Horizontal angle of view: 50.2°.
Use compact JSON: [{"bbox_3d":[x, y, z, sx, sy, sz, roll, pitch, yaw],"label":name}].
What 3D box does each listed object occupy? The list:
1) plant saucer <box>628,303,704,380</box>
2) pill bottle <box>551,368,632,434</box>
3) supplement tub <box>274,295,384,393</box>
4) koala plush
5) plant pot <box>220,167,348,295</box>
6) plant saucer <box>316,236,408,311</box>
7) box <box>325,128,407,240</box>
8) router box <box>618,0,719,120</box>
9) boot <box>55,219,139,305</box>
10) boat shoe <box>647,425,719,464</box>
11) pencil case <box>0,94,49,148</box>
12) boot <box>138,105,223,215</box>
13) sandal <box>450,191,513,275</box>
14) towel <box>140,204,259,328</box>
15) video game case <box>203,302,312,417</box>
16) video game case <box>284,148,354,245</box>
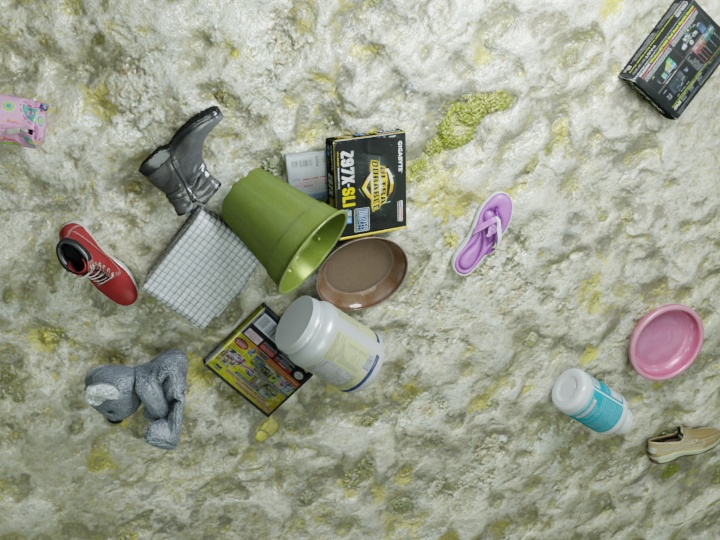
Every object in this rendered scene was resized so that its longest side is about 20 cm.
[{"bbox_3d":[0.737,0.170,1.875,0.199,0.051,0.202,-5,111,-13],"label":"plant saucer"},{"bbox_3d":[0.566,0.325,1.857,0.199,0.111,0.111,31,101,-23],"label":"pill bottle"},{"bbox_3d":[-0.063,0.153,1.596,0.199,0.145,0.145,35,99,-29],"label":"supplement tub"},{"bbox_3d":[-0.453,0.238,1.533,0.198,0.177,0.186,9,97,-17],"label":"koala plush"},{"bbox_3d":[-0.157,-0.090,1.452,0.190,0.200,0.201,39,99,9],"label":"plant pot"},{"bbox_3d":[0.000,0.000,1.596,0.199,0.037,0.202,-12,134,-13],"label":"plant saucer"},{"bbox_3d":[0.014,-0.173,1.536,0.158,0.049,0.202,-10,113,-21],"label":"box"},{"bbox_3d":[0.661,-0.441,1.609,0.149,0.062,0.201,32,100,-24],"label":"router box"},{"bbox_3d":[-0.491,0.009,1.437,0.072,0.144,0.200,-36,117,0],"label":"boot"},{"bbox_3d":[0.844,0.439,2.002,0.198,0.072,0.077,-18,103,-7],"label":"boat shoe"},{"bbox_3d":[-0.644,-0.264,1.323,0.198,0.088,0.088,8,109,-17],"label":"pencil case"},{"bbox_3d":[-0.304,-0.205,1.446,0.199,0.070,0.132,-37,113,14],"label":"boot"},{"bbox_3d":[0.271,-0.072,1.657,0.082,0.050,0.204,24,103,-22],"label":"sandal"},{"bbox_3d":[-0.310,-0.006,1.514,0.165,0.086,0.200,36,97,-26],"label":"towel"},{"bbox_3d":[-0.204,0.195,1.651,0.181,0.026,0.200,-43,116,4],"label":"video game case"},{"bbox_3d":[-0.073,-0.145,1.556,0.142,0.018,0.202,-10,113,-11],"label":"video game case"}]
